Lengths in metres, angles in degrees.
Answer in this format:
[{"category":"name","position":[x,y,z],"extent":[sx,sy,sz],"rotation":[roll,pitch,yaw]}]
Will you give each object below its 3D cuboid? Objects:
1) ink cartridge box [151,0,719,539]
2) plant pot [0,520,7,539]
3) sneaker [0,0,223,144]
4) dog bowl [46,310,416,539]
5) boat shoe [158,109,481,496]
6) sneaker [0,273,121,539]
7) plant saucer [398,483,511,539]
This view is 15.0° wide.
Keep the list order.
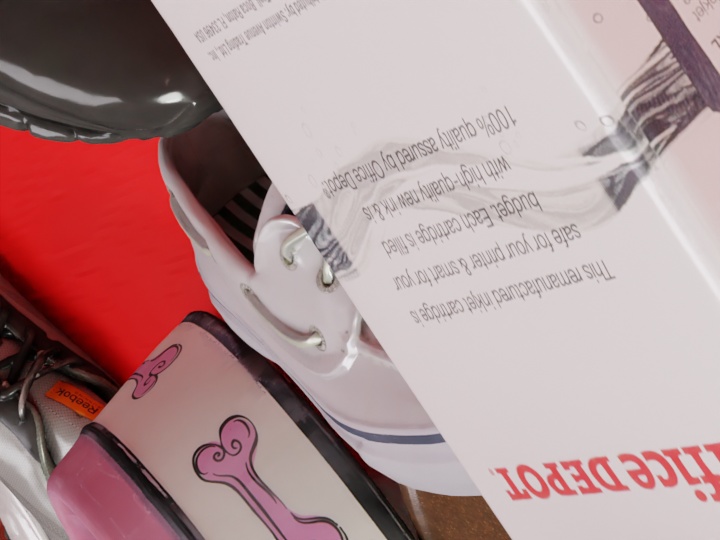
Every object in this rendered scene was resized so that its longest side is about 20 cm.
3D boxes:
[{"category":"ink cartridge box","position":[0.037,-0.048,0.517],"extent":[0.200,0.084,0.145],"rotation":[56,159,-7]},{"category":"plant pot","position":[-0.214,0.171,1.258],"extent":[0.201,0.201,0.195],"rotation":[25,154,50]},{"category":"sneaker","position":[-0.106,-0.114,0.731],"extent":[0.200,0.076,0.091],"rotation":[42,148,16]},{"category":"dog bowl","position":[-0.025,0.114,0.874],"extent":[0.200,0.074,0.200],"rotation":[52,167,17]},{"category":"boat shoe","position":[0.000,0.000,0.676],"extent":[0.067,0.074,0.200],"rotation":[53,161,-26]},{"category":"sneaker","position":[-0.135,0.039,1.040],"extent":[0.200,0.074,0.079],"rotation":[48,150,-5]},{"category":"plant saucer","position":[0.072,0.090,0.740],"extent":[0.200,0.032,0.200],"rotation":[44,158,22]}]
